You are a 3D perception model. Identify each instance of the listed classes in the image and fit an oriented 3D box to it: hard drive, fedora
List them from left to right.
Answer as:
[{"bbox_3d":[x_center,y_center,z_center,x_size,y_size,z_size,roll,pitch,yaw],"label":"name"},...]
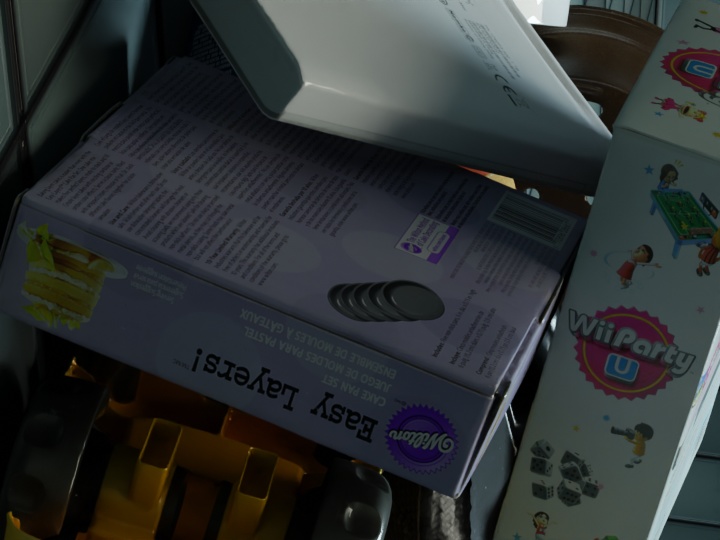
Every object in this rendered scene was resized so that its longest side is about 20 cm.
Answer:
[{"bbox_3d":[0.011,-0.095,1.121,0.200,0.132,0.026,11,128,-47],"label":"hard drive"},{"bbox_3d":[0.026,0.084,1.180,0.201,0.091,0.201,0,90,-71],"label":"fedora"}]

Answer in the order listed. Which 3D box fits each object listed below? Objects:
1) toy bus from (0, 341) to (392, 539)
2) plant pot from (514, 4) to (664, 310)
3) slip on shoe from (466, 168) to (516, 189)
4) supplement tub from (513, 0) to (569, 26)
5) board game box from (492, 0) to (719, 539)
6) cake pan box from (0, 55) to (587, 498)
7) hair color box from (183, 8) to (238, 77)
[{"bbox_3d":[-0.066,0.109,1.077,0.200,0.135,0.192,-74,180,-52],"label":"toy bus"},{"bbox_3d":[0.104,-0.033,1.439,0.198,0.200,0.201,-50,146,-80],"label":"plant pot"},{"bbox_3d":[0.000,0.000,1.295,0.200,0.061,0.074,-44,175,37],"label":"slip on shoe"},{"bbox_3d":[0.056,-0.230,1.425,0.145,0.144,0.200,-22,118,-78],"label":"supplement tub"},{"bbox_3d":[0.119,0.011,1.113,0.148,0.064,0.200,-55,162,-60],"label":"board game box"},{"bbox_3d":[-0.019,-0.006,1.042,0.200,0.184,0.052,-57,169,-66],"label":"cake pan box"},{"bbox_3d":[-0.015,-0.120,1.221,0.100,0.060,0.200,25,66,-35],"label":"hair color box"}]
